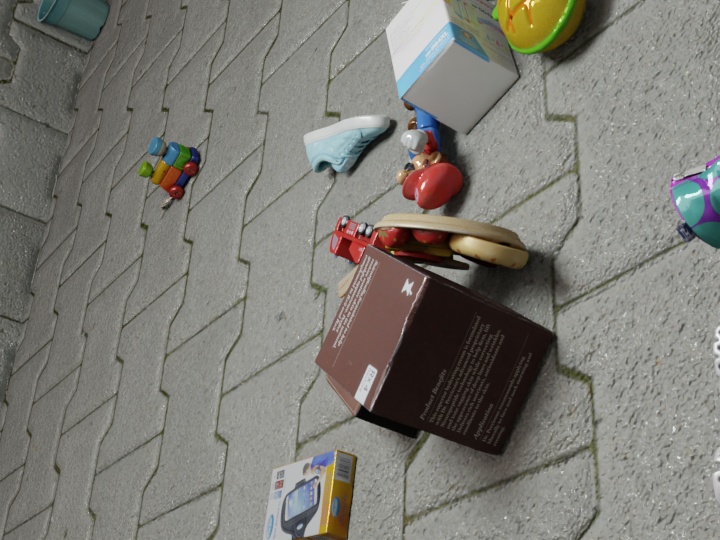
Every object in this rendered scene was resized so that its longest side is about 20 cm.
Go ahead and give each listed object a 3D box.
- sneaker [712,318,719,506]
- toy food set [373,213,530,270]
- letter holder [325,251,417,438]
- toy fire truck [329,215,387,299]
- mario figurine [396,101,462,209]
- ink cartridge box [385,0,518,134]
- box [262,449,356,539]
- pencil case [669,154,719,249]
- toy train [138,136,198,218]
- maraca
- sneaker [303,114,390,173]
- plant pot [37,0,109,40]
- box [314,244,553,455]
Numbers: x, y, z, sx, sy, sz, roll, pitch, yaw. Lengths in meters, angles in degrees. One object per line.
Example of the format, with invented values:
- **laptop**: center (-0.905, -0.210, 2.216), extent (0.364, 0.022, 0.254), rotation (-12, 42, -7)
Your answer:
- **sneaker**: center (0.363, 0.116, 0.955), extent (0.088, 0.080, 0.203), rotation (-16, 62, 47)
- **toy food set**: center (0.113, -0.031, 1.351), extent (0.198, 0.197, 0.049), rotation (34, -117, -81)
- **letter holder**: center (0.050, 0.095, 1.469), extent (0.202, 0.100, 0.142), rotation (-64, 27, 7)
- **toy fire truck**: center (0.000, 0.000, 1.670), extent (0.200, 0.048, 0.143), rotation (24, 92, 61)
- **mario figurine**: center (0.080, -0.169, 1.585), extent (0.106, 0.123, 0.202), rotation (-35, 39, 30)
- **ink cartridge box**: center (0.129, -0.328, 1.598), extent (0.125, 0.128, 0.202), rotation (-45, 36, 34)
- **box**: center (-0.083, 0.338, 1.587), extent (0.199, 0.041, 0.120), rotation (-26, 49, 48)
- **pencil case**: center (0.389, -0.106, 1.041), extent (0.200, 0.092, 0.085), rotation (-43, 12, 34)
- **toy train**: center (-0.469, -0.214, 2.545), extent (0.201, 0.115, 0.085), rotation (-53, 31, 24)
- **maraca**: center (0.234, -0.366, 1.467), extent (0.138, 0.106, 0.201), rotation (-57, 30, 20)
- **sneaker**: center (-0.016, -0.211, 1.845), extent (0.199, 0.073, 0.083), rotation (-11, 91, 51)
- **plant pot**: center (-1.012, -0.928, 3.871), extent (0.200, 0.195, 0.202), rotation (-35, 42, 39)
- **box**: center (0.086, 0.094, 1.304), extent (0.167, 0.198, 0.164), rotation (-64, 29, 3)
